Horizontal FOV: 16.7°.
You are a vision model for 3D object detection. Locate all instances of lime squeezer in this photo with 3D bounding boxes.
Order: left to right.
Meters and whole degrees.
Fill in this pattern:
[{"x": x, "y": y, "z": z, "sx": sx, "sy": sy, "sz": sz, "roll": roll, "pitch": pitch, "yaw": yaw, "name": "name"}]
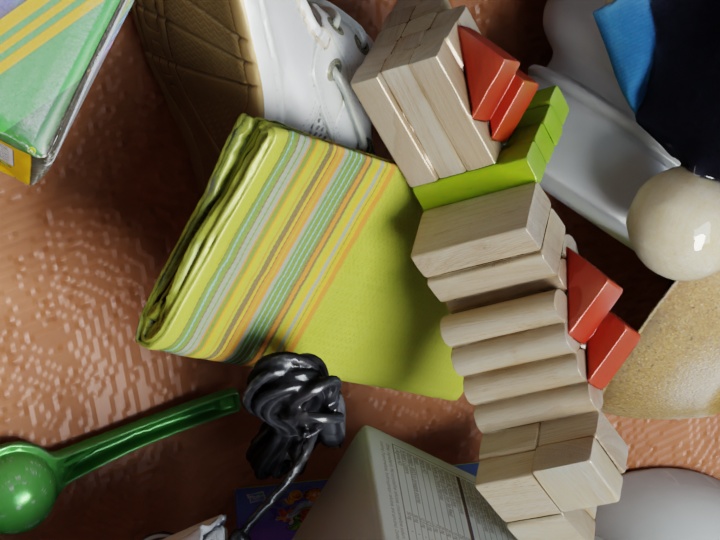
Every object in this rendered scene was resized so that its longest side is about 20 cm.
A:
[{"x": -0.123, "y": 0.086, "z": 0.865, "sx": 0.200, "sy": 0.070, "sz": 0.038, "roll": -43, "pitch": 115, "yaw": -48, "name": "lime squeezer"}]

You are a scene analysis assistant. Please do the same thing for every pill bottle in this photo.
[{"x": 0.139, "y": -0.106, "z": 0.918, "sx": 0.113, "sy": 0.113, "sz": 0.200, "roll": 34, "pitch": 91, "yaw": -38, "name": "pill bottle"}]

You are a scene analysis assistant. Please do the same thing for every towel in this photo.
[{"x": 0.000, "y": 0.000, "z": 0.870, "sx": 0.200, "sy": 0.018, "sz": 0.086, "roll": 14, "pitch": 110, "yaw": -57, "name": "towel"}]

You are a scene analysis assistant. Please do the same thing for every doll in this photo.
[{"x": 0.148, "y": -0.087, "z": 0.834, "sx": 0.201, "sy": 0.136, "sz": 0.048, "roll": -62, "pitch": 161, "yaw": 4, "name": "doll"}]

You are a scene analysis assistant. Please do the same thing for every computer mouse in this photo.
[{"x": -0.076, "y": 0.112, "z": 0.851, "sx": 0.044, "sy": 0.110, "sz": 0.200, "roll": 38, "pitch": 84, "yaw": 5, "name": "computer mouse"}]

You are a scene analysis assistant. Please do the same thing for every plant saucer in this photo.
[{"x": 0.173, "y": -0.008, "z": 0.958, "sx": 0.200, "sy": 0.035, "sz": 0.200, "roll": -44, "pitch": 165, "yaw": -14, "name": "plant saucer"}]

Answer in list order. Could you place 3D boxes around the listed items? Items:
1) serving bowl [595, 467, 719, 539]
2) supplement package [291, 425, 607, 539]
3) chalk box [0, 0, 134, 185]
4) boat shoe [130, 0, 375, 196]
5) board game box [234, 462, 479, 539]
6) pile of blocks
[{"x": 0.126, "y": 0.190, "z": 1.068, "sx": 0.199, "sy": 0.066, "sz": 0.201, "roll": -13, "pitch": 116, "yaw": -28, "name": "serving bowl"}, {"x": 0.056, "y": 0.187, "z": 0.873, "sx": 0.199, "sy": 0.151, "sz": 0.152, "roll": 26, "pitch": 109, "yaw": -15, "name": "supplement package"}, {"x": -0.101, "y": -0.143, "z": 0.707, "sx": 0.123, "sy": 0.124, "sz": 0.201, "roll": 26, "pitch": 84, "yaw": -7, "name": "chalk box"}, {"x": -0.027, "y": -0.067, "z": 0.858, "sx": 0.069, "sy": 0.071, "sz": 0.201, "roll": -35, "pitch": 137, "yaw": -23, "name": "boat shoe"}, {"x": 0.026, "y": 0.176, "z": 0.974, "sx": 0.134, "sy": 0.045, "sz": 0.201, "roll": -5, "pitch": 115, "yaw": -2, "name": "board game box"}, {"x": 0.063, "y": -0.004, "z": 0.846, "sx": 0.082, "sy": 0.062, "sz": 0.201, "roll": -27, "pitch": 102, "yaw": -59, "name": "pile of blocks"}]
